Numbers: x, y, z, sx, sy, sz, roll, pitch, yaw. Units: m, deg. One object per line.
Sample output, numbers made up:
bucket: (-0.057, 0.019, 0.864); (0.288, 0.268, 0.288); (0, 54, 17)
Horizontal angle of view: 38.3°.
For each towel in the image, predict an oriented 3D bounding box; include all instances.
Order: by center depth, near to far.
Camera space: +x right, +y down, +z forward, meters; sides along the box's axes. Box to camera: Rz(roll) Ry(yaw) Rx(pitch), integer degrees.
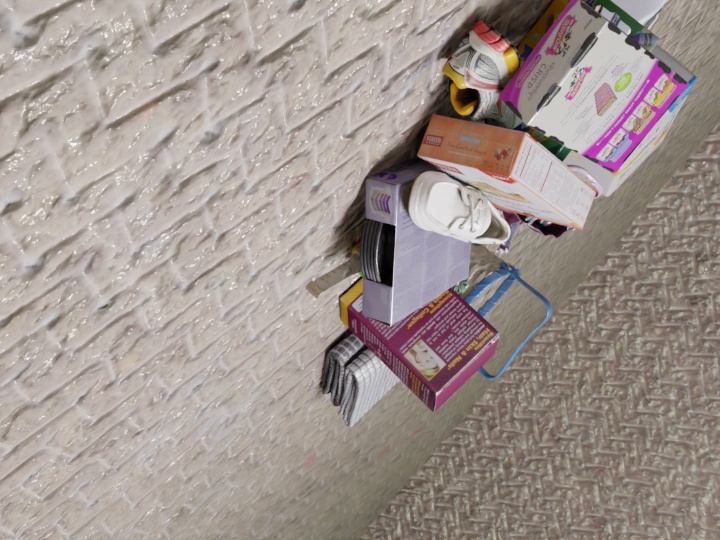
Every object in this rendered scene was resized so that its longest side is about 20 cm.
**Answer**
towel: (0.018, 0.144, 1.698); (0.165, 0.086, 0.200); (-40, 162, -25)

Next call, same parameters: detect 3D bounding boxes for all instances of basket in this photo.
basket: (0.203, 0.061, 1.739); (0.177, 0.200, 0.139); (-55, 162, 25)

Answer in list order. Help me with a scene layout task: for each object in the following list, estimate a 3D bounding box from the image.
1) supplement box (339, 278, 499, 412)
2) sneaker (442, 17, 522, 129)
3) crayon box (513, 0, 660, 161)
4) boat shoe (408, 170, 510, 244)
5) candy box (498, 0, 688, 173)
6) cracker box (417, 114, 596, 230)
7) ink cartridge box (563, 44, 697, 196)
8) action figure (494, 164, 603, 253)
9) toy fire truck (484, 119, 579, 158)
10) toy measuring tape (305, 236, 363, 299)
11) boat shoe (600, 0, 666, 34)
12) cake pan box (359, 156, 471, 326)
supplement box: (0.083, 0.082, 1.493); (0.131, 0.200, 0.103); (-41, 163, -14)
sneaker: (0.136, -0.208, 1.178); (0.082, 0.078, 0.200); (-42, 155, 1)
crayon box: (0.251, -0.242, 1.272); (0.200, 0.126, 0.052); (-53, 162, 19)
boat shoe: (0.126, -0.071, 1.248); (0.200, 0.069, 0.071); (13, 94, -58)
candy box: (0.264, -0.203, 1.163); (0.200, 0.061, 0.137); (17, 117, -47)
cracker box: (0.178, -0.115, 1.238); (0.200, 0.134, 0.058); (26, 85, -50)
ink cartridge box: (0.389, -0.242, 1.585); (0.147, 0.145, 0.200); (-43, 164, -14)
action figure: (0.210, -0.112, 1.445); (0.149, 0.200, 0.134); (-49, 121, -5)
toy fire truck: (0.275, -0.224, 1.418); (0.176, 0.129, 0.200); (-51, 175, 14)
toy measuring tape: (0.000, 0.000, 1.327); (0.200, 0.074, 0.074); (-33, 160, -38)
boat shoe: (0.376, -0.358, 1.407); (0.068, 0.072, 0.200); (-34, 162, -31)
cake pan box: (0.075, -0.048, 1.293); (0.200, 0.052, 0.185); (-30, 127, -48)
